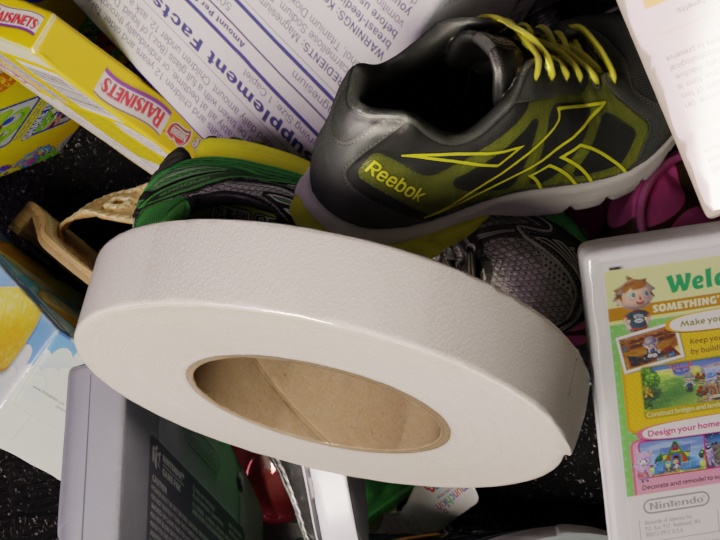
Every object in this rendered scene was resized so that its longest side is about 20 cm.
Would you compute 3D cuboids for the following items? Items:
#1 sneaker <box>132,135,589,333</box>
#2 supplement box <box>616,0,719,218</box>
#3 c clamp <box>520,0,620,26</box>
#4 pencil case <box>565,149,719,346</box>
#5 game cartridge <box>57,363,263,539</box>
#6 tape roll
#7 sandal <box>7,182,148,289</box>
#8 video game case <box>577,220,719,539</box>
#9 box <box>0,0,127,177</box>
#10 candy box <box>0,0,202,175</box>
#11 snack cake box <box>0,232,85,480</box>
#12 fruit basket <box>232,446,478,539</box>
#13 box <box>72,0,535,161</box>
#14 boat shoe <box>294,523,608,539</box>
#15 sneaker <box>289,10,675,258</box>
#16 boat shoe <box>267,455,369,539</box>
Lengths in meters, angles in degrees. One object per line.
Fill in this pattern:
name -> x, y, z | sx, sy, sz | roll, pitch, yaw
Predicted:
sneaker -> 0.000, 0.000, 0.841 | 0.200, 0.085, 0.078 | 7, 113, 7
supplement box -> 0.161, -0.137, 0.784 | 0.126, 0.074, 0.200 | -20, 95, 27
c clamp -> 0.035, -0.172, 0.928 | 0.171, 0.027, 0.200 | -33, 88, 48
pencil case -> 0.081, 0.005, 0.918 | 0.200, 0.094, 0.091 | -17, 90, 42
game cartridge -> -0.090, 0.124, 0.944 | 0.041, 0.133, 0.200 | -3, 153, 15
tape roll -> -0.012, 0.037, 0.803 | 0.203, 0.203, 0.037 | -5, 62, 41
sandal -> -0.129, -0.021, 1.082 | 0.078, 0.070, 0.212 | 41, 173, -27
video game case -> 0.195, 0.062, 0.814 | 0.200, 0.022, 0.182 | -8, 108, -1
box -> -0.258, -0.143, 1.066 | 0.200, 0.193, 0.122 | 52, 133, 8
candy box -> -0.120, -0.080, 0.991 | 0.102, 0.200, 0.026 | 27, 84, 41
snack cake box -> -0.174, 0.042, 1.073 | 0.067, 0.115, 0.200 | -54, 38, 1
fruit basket -> -0.033, 0.080, 1.070 | 0.185, 0.094, 0.200 | 53, 148, 9
box -> -0.021, -0.154, 0.893 | 0.184, 0.105, 0.200 | 47, 136, 12
boat shoe -> 0.041, 0.152, 0.977 | 0.091, 0.200, 0.071 | 20, 110, 62
sneaker -> 0.066, -0.066, 0.805 | 0.074, 0.200, 0.085 | 47, 148, 25
boat shoe -> -0.048, 0.045, 0.941 | 0.068, 0.074, 0.200 | -18, 84, 4
